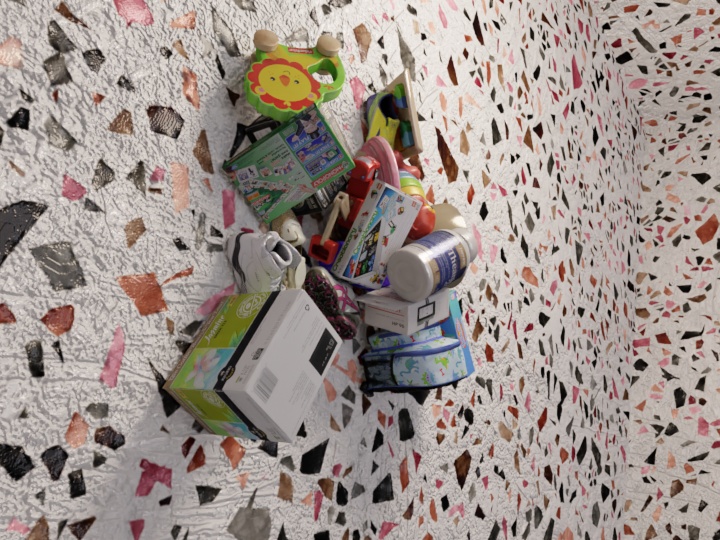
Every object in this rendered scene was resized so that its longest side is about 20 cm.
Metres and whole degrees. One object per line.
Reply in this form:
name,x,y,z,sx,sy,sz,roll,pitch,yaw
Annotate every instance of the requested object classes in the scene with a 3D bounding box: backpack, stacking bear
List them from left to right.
stacking bear,0.102,-0.149,1.442,0.121,0.114,0.201,32,24,-45
backpack,0.120,0.186,1.415,0.182,0.199,0.148,-8,91,-51

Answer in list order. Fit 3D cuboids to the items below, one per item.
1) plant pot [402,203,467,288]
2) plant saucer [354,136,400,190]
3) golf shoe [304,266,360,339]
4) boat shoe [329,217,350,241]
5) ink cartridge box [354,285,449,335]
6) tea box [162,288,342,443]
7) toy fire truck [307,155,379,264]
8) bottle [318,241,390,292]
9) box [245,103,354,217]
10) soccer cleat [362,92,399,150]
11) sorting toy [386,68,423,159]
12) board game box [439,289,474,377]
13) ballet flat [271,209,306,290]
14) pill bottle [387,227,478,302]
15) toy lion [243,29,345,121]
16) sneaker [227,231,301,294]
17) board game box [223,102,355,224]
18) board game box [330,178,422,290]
plant pot,0.144,-0.052,1.519,0.133,0.200,0.202,-6,89,-23
plant saucer,0.027,-0.182,1.391,0.050,0.200,0.203,-10,92,-18
golf shoe,-0.056,0.050,1.314,0.201,0.072,0.093,63,33,-45
boat shoe,0.007,-0.063,1.417,0.200,0.067,0.073,34,59,-44
ink cartridge box,0.087,0.079,1.370,0.199,0.115,0.069,-16,112,-49
tea box,-0.169,0.150,1.051,0.134,0.195,0.201,55,45,-32
toy fire truck,-0.030,-0.122,1.270,0.141,0.048,0.202,-30,141,-66
bottle,0.000,0.000,1.386,0.199,0.083,0.066,28,63,-47
box,-0.108,-0.235,1.281,0.164,0.086,0.201,-54,126,-41
soccer cleat,0.055,-0.312,1.505,0.064,0.083,0.202,-7,90,-52
sorting toy,0.096,-0.357,1.527,0.036,0.200,0.187,-12,95,-7
board game box,0.172,0.151,1.527,0.045,0.151,0.202,-27,105,-50
ballet flat,-0.129,-0.034,1.239,0.070,0.065,0.202,1,83,-49
pill bottle,0.155,-0.020,1.344,0.199,0.110,0.112,-27,106,-42
toy lion,-0.119,-0.352,1.208,0.198,0.069,0.193,-4,60,-22
sneaker,-0.157,0.022,1.154,0.075,0.114,0.202,-35,112,-48
board game box,-0.127,-0.190,1.177,0.135,0.199,0.029,54,9,-32
board game box,0.034,-0.067,1.290,0.126,0.035,0.201,19,100,-46
